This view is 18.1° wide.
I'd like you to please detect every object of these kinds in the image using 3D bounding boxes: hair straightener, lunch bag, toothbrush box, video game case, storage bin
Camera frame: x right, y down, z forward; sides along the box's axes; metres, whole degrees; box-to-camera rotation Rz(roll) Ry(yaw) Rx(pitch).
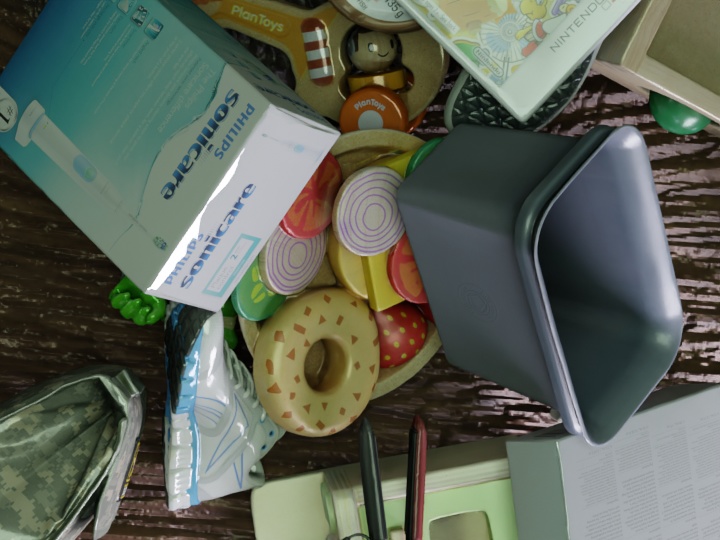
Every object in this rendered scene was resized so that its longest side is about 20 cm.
[{"bbox_3d":[0.003,0.195,1.500,0.076,0.041,0.201,1,97,-6],"label":"hair straightener"},{"bbox_3d":[-0.221,0.141,1.522,0.200,0.164,0.118,-39,90,-1],"label":"lunch bag"},{"bbox_3d":[-0.133,-0.093,1.454,0.200,0.085,0.147,42,103,32],"label":"toothbrush box"},{"bbox_3d":[0.095,-0.228,1.446,0.200,0.023,0.182,44,101,1],"label":"video game case"},{"bbox_3d":[0.117,-0.010,1.478,0.146,0.134,0.201,-47,136,-31],"label":"storage bin"}]

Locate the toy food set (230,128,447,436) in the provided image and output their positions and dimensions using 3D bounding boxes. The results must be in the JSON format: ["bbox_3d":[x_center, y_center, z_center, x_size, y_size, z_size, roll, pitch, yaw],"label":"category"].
[{"bbox_3d":[0.000,0.000,1.513,0.199,0.049,0.199,-24,118,-26],"label":"toy food set"}]

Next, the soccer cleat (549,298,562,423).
[{"bbox_3d":[0.132,0.013,1.594,0.085,0.069,0.201,-28,100,-7],"label":"soccer cleat"}]

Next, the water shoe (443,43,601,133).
[{"bbox_3d":[0.127,-0.168,1.509,0.071,0.079,0.200,35,102,-16],"label":"water shoe"}]

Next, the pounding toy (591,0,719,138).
[{"bbox_3d":[0.221,-0.174,1.567,0.183,0.142,0.201,25,92,-24],"label":"pounding toy"}]

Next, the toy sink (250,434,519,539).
[{"bbox_3d":[0.030,0.200,1.573,0.199,0.112,0.131,-9,94,-4],"label":"toy sink"}]

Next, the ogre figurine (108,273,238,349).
[{"bbox_3d":[-0.059,0.001,1.563,0.199,0.098,0.121,20,103,5],"label":"ogre figurine"}]

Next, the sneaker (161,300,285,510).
[{"bbox_3d":[-0.091,0.084,1.539,0.086,0.201,0.075,-3,49,-8],"label":"sneaker"}]

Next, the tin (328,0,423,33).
[{"bbox_3d":[0.056,-0.239,1.481,0.200,0.042,0.112,-41,95,12],"label":"tin"}]

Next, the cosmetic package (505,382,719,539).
[{"bbox_3d":[0.188,0.170,1.558,0.199,0.051,0.152,-12,95,-46],"label":"cosmetic package"}]

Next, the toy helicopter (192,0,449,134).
[{"bbox_3d":[-0.033,-0.172,1.561,0.199,0.079,0.133,21,110,9],"label":"toy helicopter"}]
